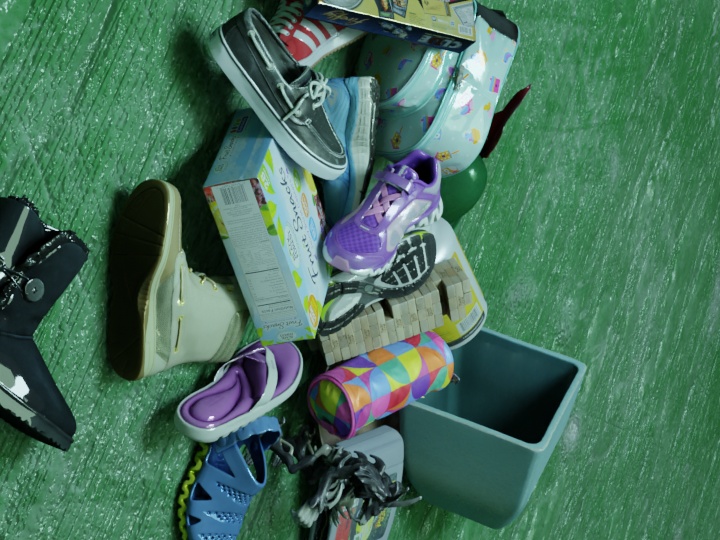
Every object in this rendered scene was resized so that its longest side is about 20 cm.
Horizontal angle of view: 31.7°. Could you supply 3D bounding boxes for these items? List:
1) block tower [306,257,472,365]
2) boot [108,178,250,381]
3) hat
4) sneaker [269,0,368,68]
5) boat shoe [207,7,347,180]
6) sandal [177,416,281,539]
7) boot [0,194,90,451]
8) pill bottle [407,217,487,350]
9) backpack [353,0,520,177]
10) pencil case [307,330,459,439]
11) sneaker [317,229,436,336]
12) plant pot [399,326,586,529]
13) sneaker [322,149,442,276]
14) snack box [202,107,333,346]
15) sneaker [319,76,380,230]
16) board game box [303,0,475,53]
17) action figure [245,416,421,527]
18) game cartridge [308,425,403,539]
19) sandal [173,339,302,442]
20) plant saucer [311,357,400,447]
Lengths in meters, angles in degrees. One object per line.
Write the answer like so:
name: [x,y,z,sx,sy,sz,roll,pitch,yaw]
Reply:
block tower: [0.032,0.049,1.498,0.198,0.058,0.054,-18,124,-9]
boot: [-0.177,0.006,1.294,0.154,0.072,0.202,-5,107,-51]
hat: [0.156,-0.116,1.614,0.200,0.175,0.167,42,65,-48]
sneaker: [-0.071,-0.280,1.375,0.200,0.071,0.113,-40,124,-40]
boat shoe: [-0.067,-0.181,1.292,0.200,0.068,0.074,52,27,-18]
sandal: [-0.139,0.224,1.377,0.079,0.086,0.202,8,92,-55]
boot: [-0.292,0.049,1.147,0.200,0.076,0.169,49,63,-38]
pill bottle: [0.079,0.000,1.593,0.112,0.111,0.201,-56,136,-29]
backpack: [0.081,-0.217,1.504,0.152,0.175,0.202,15,84,-36]
pencil case: [0.028,0.135,1.508,0.199,0.088,0.089,-18,112,-43]
sneaker: [0.000,0.000,1.468,0.199,0.081,0.074,-25,125,-22]
plant pot: [0.164,0.222,1.675,0.196,0.195,0.202,-49,151,-50]
sneaker: [0.030,-0.071,1.407,0.200,0.080,0.089,-43,157,-42]
snack box: [-0.091,-0.051,1.345,0.169,0.067,0.201,-76,152,-55]
sneaker: [-0.030,-0.135,1.463,0.079,0.089,0.202,-70,168,-59]
board game box: [0.031,-0.321,1.370,0.198,0.035,0.137,8,71,-29]
action figure: [-0.030,0.242,1.428,0.119,0.199,0.103,30,84,-54]
game cartridge: [-0.005,0.296,1.570,0.133,0.041,0.202,-17,123,-51]
sandal: [-0.121,0.117,1.357,0.203,0.082,0.050,-44,154,-52]
plant saucer: [0.000,0.154,1.585,0.199,0.034,0.202,-17,112,-50]
